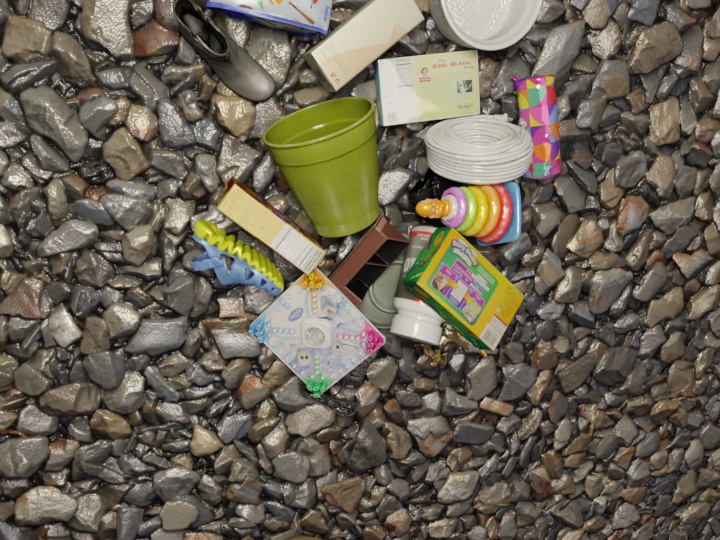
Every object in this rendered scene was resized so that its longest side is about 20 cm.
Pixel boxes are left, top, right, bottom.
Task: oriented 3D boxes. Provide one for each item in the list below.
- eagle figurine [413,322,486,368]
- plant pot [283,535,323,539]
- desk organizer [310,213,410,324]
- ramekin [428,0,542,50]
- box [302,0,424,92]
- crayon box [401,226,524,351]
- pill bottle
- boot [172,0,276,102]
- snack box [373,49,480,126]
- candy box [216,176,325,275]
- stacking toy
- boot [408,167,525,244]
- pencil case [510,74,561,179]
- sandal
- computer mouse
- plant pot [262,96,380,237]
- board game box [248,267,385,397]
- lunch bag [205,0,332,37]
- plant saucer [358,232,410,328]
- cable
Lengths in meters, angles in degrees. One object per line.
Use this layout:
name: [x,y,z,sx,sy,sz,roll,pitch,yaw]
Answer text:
eagle figurine: [0.209,0.108,1.165,0.150,0.152,0.201,37,93,-21]
plant pot: [-0.135,0.648,1.255,0.197,0.093,0.205,-3,105,-12]
desk organizer: [0.000,0.000,1.081,0.077,0.072,0.200,40,115,-5]
ramekin: [0.217,-0.498,1.035,0.196,0.098,0.205,-4,106,-13]
box: [0.003,-0.405,1.009,0.199,0.095,0.078,-39,111,0]
crayon box: [0.183,0.033,1.017,0.199,0.058,0.120,40,75,-17]
pill bottle: [0.125,0.030,1.085,0.112,0.114,0.204,17,82,-18]
boot: [-0.220,-0.349,0.945,0.199,0.132,0.070,35,94,-20]
snack box: [0.126,-0.342,1.085,0.196,0.037,0.119,-9,107,-12]
candy box: [-0.161,-0.082,1.041,0.199,0.117,0.057,38,94,-21]
stacking toy: [0.177,-0.105,1.011,0.197,0.115,0.112,1,85,-30]
boot: [0.208,-0.150,1.136,0.199,0.077,0.169,-38,114,5]
pencil case: [0.346,-0.283,1.136,0.087,0.088,0.204,-13,105,-10]
sandal: [-0.232,-0.008,1.069,0.198,0.080,0.088,33,99,-11]
computer mouse: [-0.046,0.185,1.184,0.138,0.046,0.203,21,99,-6]
plant pot: [-0.047,-0.173,1.019,0.197,0.201,0.196,-22,121,-7]
board game box: [-0.086,0.125,1.102,0.200,0.026,0.199,45,114,-9]
lunch bag: [-0.144,-0.487,0.935,0.196,0.124,0.174,4,105,-23]
plant saucer: [0.063,0.027,1.162,0.196,0.050,0.204,-4,106,-14]
cable: [0.214,-0.223,1.058,0.196,0.201,0.070,2,124,5]
